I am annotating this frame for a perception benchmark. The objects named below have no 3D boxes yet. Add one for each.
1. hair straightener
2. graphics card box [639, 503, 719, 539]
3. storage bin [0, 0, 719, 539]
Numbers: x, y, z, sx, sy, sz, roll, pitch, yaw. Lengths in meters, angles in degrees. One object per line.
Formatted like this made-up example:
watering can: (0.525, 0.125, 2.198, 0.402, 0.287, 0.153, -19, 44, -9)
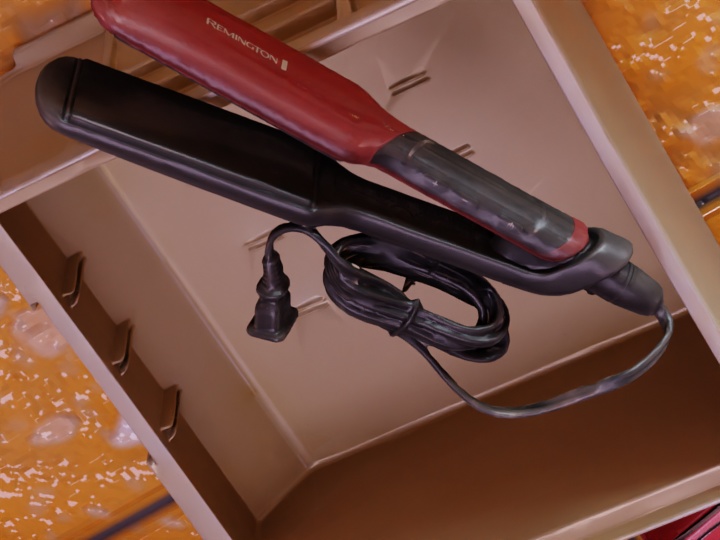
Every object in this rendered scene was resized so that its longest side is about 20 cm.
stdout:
hair straightener: (-0.001, -0.012, 0.782, 0.200, 0.041, 0.077, 24, 122, -20)
graphics card box: (0.194, 0.109, 0.945, 0.125, 0.051, 0.200, -41, 116, 5)
storage bin: (0.000, 0.000, 0.864, 0.198, 0.094, 0.200, -24, 122, 16)
